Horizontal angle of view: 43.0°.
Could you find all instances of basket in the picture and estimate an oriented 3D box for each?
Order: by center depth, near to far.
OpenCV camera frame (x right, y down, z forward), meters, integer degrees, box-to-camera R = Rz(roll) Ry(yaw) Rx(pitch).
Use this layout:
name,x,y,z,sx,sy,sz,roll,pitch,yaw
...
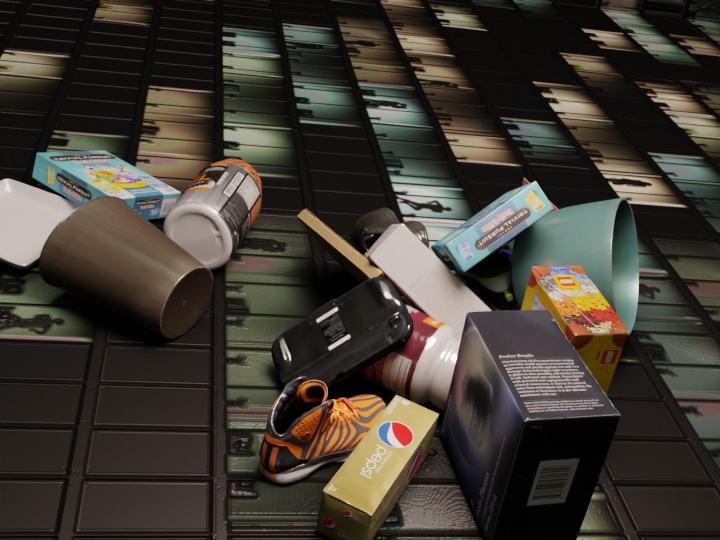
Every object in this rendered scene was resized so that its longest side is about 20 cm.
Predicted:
name,x,y,z,sx,sy,sz,roll,pitch,yaw
basket,-0.321,0.002,1.303,0.199,0.137,0.180,28,38,21

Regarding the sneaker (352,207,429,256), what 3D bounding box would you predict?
name,x,y,z,sx,sy,sz,roll,pitch,yaw
sneaker,0.030,-0.056,1.504,0.090,0.077,0.199,-14,14,-26

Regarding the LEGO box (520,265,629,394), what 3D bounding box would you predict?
name,x,y,z,sx,sy,sz,roll,pitch,yaw
LEGO box,0.263,0.119,1.213,0.076,0.202,0.150,0,34,-15

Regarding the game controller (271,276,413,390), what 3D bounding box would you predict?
name,x,y,z,sx,sy,sz,roll,pitch,yaw
game controller,-0.028,0.090,1.211,0.199,0.042,0.105,-31,54,10

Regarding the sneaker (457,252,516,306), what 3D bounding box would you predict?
name,x,y,z,sx,sy,sz,roll,pitch,yaw
sneaker,0.203,0.019,1.477,0.071,0.084,0.200,-22,8,-2

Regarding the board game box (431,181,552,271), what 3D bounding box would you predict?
name,x,y,z,sx,sy,sz,roll,pitch,yaw
board game box,0.186,-0.060,1.338,0.150,0.047,0.200,-35,2,-1

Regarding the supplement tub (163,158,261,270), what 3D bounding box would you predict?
name,x,y,z,sx,sy,sz,roll,pitch,yaw
supplement tub,-0.233,-0.098,1.489,0.121,0.124,0.201,13,31,5

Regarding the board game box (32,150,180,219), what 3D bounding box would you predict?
name,x,y,z,sx,sy,sz,roll,pitch,yaw
board game box,-0.428,-0.145,1.547,0.199,0.047,0.150,28,22,26

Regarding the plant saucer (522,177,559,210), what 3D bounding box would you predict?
name,x,y,z,sx,sy,sz,roll,pitch,yaw
plant saucer,0.363,-0.053,1.568,0.200,0.037,0.200,41,11,-28

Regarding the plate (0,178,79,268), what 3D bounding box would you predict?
name,x,y,z,sx,sy,sz,roll,pitch,yaw
plate,-0.544,-0.070,1.441,0.198,0.033,0.200,19,33,14

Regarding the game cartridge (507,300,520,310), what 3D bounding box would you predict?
name,x,y,z,sx,sy,sz,roll,pitch,yaw
game cartridge,0.301,0.063,1.471,0.128,0.039,0.201,11,32,-5

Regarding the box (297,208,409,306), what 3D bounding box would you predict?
name,x,y,z,sx,sy,sz,roll,pitch,yaw
box,0.000,0.000,1.388,0.021,0.164,0.200,-46,49,-5

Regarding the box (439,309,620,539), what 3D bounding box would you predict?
name,x,y,z,sx,sy,sz,roll,pitch,yaw
box,0.189,0.185,1.089,0.121,0.202,0.199,0,32,-15

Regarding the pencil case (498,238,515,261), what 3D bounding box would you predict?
name,x,y,z,sx,sy,sz,roll,pitch,yaw
pencil case,0.270,-0.058,1.565,0.077,0.087,0.200,-29,10,13

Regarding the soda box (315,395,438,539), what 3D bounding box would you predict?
name,x,y,z,sx,sy,sz,roll,pitch,yaw
soda box,0.023,0.237,1.084,0.063,0.068,0.200,22,34,17

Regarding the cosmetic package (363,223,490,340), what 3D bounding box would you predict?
name,x,y,z,sx,sy,sz,roll,pitch,yaw
cosmetic package,0.101,0.024,1.324,0.200,0.074,0.102,45,-3,-7

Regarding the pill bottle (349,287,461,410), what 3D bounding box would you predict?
name,x,y,z,sx,sy,sz,roll,pitch,yaw
pill bottle,0.062,0.110,1.251,0.198,0.115,0.114,25,35,23

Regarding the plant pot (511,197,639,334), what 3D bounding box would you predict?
name,x,y,z,sx,sy,sz,roll,pitch,yaw
plant pot,0.320,-0.004,1.375,0.159,0.203,0.201,-1,25,27

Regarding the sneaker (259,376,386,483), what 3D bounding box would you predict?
name,x,y,z,sx,sy,sz,roll,pitch,yaw
sneaker,-0.035,0.177,1.119,0.077,0.113,0.199,33,39,32

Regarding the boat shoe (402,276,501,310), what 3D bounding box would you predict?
name,x,y,z,sx,sy,sz,roll,pitch,yaw
boat shoe,0.135,0.042,1.427,0.197,0.064,0.071,17,32,11
